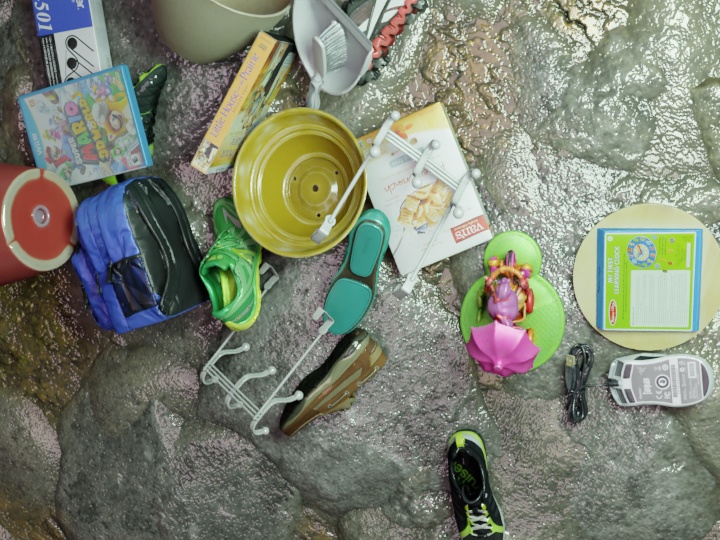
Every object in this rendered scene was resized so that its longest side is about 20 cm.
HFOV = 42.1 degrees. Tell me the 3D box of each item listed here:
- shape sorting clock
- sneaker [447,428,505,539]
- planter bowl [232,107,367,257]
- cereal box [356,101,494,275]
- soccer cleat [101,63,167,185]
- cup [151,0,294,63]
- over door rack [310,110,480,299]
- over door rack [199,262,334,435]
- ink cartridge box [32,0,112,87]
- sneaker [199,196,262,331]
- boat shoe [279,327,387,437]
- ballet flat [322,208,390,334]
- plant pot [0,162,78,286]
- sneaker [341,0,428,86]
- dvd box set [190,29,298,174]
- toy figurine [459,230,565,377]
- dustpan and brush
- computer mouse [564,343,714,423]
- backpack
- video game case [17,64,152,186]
[{"bbox_3d":[0.385,0.009,1.254,0.196,0.039,0.204,3,107,11],"label":"shape sorting clock"},{"bbox_3d":[0.156,0.327,1.333,0.070,0.083,0.204,-13,96,15],"label":"sneaker"},{"bbox_3d":[-0.074,-0.118,1.308,0.196,0.083,0.205,-1,88,16],"label":"planter bowl"},{"bbox_3d":[0.085,-0.112,1.303,0.142,0.040,0.203,-22,93,14],"label":"cereal box"},{"bbox_3d":[-0.327,-0.210,1.374,0.081,0.068,0.201,37,111,-5],"label":"soccer cleat"},{"bbox_3d":[-0.206,-0.368,1.268,0.200,0.200,0.143,46,132,2],"label":"cup"},{"bbox_3d":[0.052,-0.086,1.208,0.147,0.067,0.202,34,79,-9],"label":"over door rack"},{"bbox_3d":[-0.130,0.115,1.348,0.147,0.066,0.202,34,94,37],"label":"over door rack"},{"bbox_3d":[-0.423,-0.340,1.380,0.092,0.044,0.204,-6,98,13],"label":"ink cartridge box"},{"bbox_3d":[-0.185,-0.017,1.335,0.073,0.083,0.204,-18,68,25],"label":"sneaker"},{"bbox_3d":[-0.039,0.175,1.360,0.074,0.076,0.200,38,111,-14],"label":"boat shoe"},{"bbox_3d":[0.000,0.000,1.320,0.066,0.071,0.202,22,122,4],"label":"ballet flat"},{"bbox_3d":[-0.513,-0.069,1.342,0.175,0.200,0.205,-3,99,30],"label":"plant pot"},{"bbox_3d":[0.030,-0.354,1.262,0.098,0.071,0.201,39,106,2],"label":"sneaker"},{"bbox_3d":[-0.154,-0.230,1.285,0.029,0.146,0.202,32,103,4],"label":"dvd box set"},{"bbox_3d":[0.196,0.058,1.231,0.147,0.184,0.204,2,99,12],"label":"toy figurine"},{"bbox_3d":[-0.050,-0.272,1.255,0.057,0.201,0.140,-37,75,-16],"label":"dustpan and brush"},{"bbox_3d":[0.379,0.152,1.279,0.196,0.044,0.112,-4,93,19],"label":"computer mouse"},{"bbox_3d":[-0.329,-0.024,1.349,0.165,0.162,0.203,-16,96,18],"label":"backpack"},{"bbox_3d":[-0.400,-0.203,1.356,0.197,0.018,0.146,-9,100,25],"label":"video game case"}]
